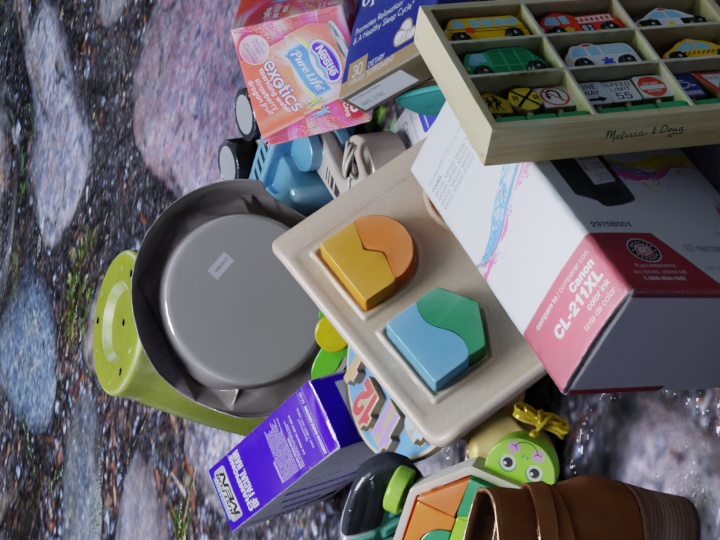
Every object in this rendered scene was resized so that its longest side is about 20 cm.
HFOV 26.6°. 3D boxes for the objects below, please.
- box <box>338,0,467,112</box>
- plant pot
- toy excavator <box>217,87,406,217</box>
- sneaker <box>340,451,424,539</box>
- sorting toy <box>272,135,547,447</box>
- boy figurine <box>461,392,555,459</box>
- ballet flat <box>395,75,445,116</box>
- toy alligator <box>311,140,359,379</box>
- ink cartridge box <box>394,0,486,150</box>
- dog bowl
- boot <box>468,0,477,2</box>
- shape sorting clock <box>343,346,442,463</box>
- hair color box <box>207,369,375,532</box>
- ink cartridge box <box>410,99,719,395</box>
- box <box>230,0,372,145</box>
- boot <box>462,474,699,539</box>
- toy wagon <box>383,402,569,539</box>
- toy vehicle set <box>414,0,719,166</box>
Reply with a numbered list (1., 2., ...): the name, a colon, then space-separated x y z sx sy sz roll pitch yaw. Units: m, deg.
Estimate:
1. box: 0.043 -0.229 1.145 0.121 0.032 0.202 -22 50 53
2. plant pot: -0.135 0.058 1.387 0.200 0.191 0.202 -22 64 58
3. toy excavator: -0.030 -0.091 1.329 0.201 0.099 0.195 61 146 32
4. sneaker: 0.021 0.191 1.125 0.088 0.074 0.201 -107 5 -50
5. sorting toy: 0.065 -0.006 1.008 0.200 0.184 0.037 48 165 28
6. boy figurine: 0.091 0.071 1.102 0.125 0.064 0.201 -56 39 38
7. ballet flat: 0.095 -0.149 1.095 0.199 0.067 0.073 10 80 59
8. toy alligator: 0.000 0.000 1.215 0.059 0.054 0.202 -53 -28 -81
9. ink cartridge box: 0.092 -0.142 1.181 0.200 0.037 0.095 -57 38 42
10. dog bowl: -0.100 0.026 1.284 0.059 0.198 0.202 153 120 -70
11. boot: 0.063 -0.246 1.238 0.201 0.073 0.096 -59 29 22
12. shape sorting clock: 0.041 0.039 1.100 0.200 0.039 0.202 -32 53 56
13. hair color box: -0.034 0.143 1.255 0.200 0.109 0.065 -45 65 48
14. ink cartridge box: 0.142 -0.026 0.916 0.201 0.145 0.083 58 134 37
15. box: -0.042 -0.194 1.273 0.200 0.094 0.103 -84 -18 -64
16. boot: 0.127 0.223 0.902 0.074 0.153 0.202 -22 65 58
17. toy wagon: 0.085 0.184 1.009 0.040 0.154 0.202 -35 -35 -68
18. toy vehicle set: 0.144 -0.119 0.910 0.125 0.198 0.027 -115 26 -42
